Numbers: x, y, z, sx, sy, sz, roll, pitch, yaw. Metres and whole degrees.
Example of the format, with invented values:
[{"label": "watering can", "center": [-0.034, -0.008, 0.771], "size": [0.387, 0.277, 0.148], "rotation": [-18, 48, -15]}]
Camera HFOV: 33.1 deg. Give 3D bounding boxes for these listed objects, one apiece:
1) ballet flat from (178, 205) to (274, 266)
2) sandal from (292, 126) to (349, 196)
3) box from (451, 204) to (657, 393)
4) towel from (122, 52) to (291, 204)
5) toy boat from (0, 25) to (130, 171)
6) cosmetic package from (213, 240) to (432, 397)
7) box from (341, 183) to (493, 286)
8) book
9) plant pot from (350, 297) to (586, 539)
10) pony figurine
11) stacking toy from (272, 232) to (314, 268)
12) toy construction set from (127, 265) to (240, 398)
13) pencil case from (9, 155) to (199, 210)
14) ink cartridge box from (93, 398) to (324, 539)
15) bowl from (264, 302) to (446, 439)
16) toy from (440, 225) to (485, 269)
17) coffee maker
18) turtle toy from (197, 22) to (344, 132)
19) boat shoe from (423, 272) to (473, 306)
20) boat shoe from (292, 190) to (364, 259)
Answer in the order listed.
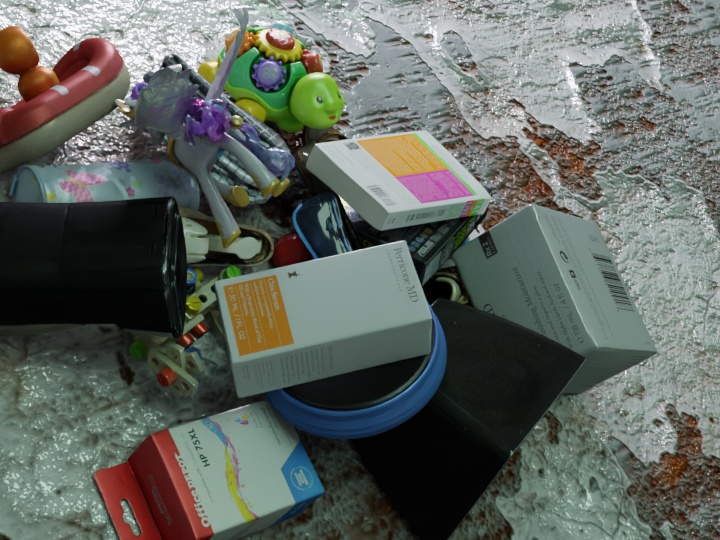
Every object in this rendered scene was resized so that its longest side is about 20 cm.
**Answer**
[{"label": "ballet flat", "center": [-0.173, -0.034, 1.322], "size": [0.200, 0.067, 0.068], "rotation": [-1, 104, -47]}, {"label": "sandal", "center": [-0.039, -0.146, 1.506], "size": [0.082, 0.055, 0.200], "rotation": [60, 14, -9]}, {"label": "box", "center": [0.246, 0.042, 1.524], "size": [0.200, 0.131, 0.199], "rotation": [8, 55, -55]}, {"label": "towel", "center": [-0.167, -0.165, 1.401], "size": [0.200, 0.086, 0.166], "rotation": [39, 6, -7]}, {"label": "toy boat", "center": [-0.348, -0.203, 1.304], "size": [0.200, 0.130, 0.131], "rotation": [-47, 115, -46]}, {"label": "cosmetic package", "center": [-0.038, 0.048, 1.207], "size": [0.200, 0.071, 0.102], "rotation": [-13, 56, -8]}, {"label": "box", "center": [0.053, -0.072, 1.504], "size": [0.160, 0.044, 0.200], "rotation": [25, 40, 17]}, {"label": "book", "center": [0.050, -0.107, 1.434], "size": [0.200, 0.048, 0.134], "rotation": [-10, 45, -48]}, {"label": "plant pot", "center": [0.099, 0.154, 1.349], "size": [0.177, 0.200, 0.200], "rotation": [37, 44, 11]}, {"label": "pony figurine", "center": [-0.159, -0.148, 1.242], "size": [0.200, 0.193, 0.167], "rotation": [47, 47, 2]}, {"label": "stacking toy", "center": [-0.054, 0.041, 1.393], "size": [0.085, 0.085, 0.200], "rotation": [6, 51, -32]}, {"label": "toy construction set", "center": [-0.172, 0.065, 1.287], "size": [0.131, 0.092, 0.200], "rotation": [48, 34, 3]}, {"label": "pencil case", "center": [-0.275, -0.081, 1.317], "size": [0.200, 0.083, 0.091], "rotation": [-10, 61, -39]}, {"label": "ink cartridge box", "center": [-0.149, 0.211, 1.206], "size": [0.200, 0.067, 0.116], "rotation": [-13, 68, -40]}, {"label": "bowl", "center": [-0.011, 0.080, 1.261], "size": [0.200, 0.039, 0.201], "rotation": [-4, 49, 4]}, {"label": "toy", "center": [0.092, -0.055, 1.567], "size": [0.200, 0.047, 0.115], "rotation": [-14, 53, -37]}, {"label": "coffee maker", "center": [-0.269, -0.004, 1.143], "size": [0.200, 0.192, 0.135], "rotation": [-3, 75, -1]}, {"label": "turtle toy", "center": [-0.100, -0.241, 1.521], "size": [0.146, 0.101, 0.200], "rotation": [-22, 59, -43]}, {"label": "boat shoe", "center": [0.101, 0.038, 1.508], "size": [0.200, 0.066, 0.074], "rotation": [-4, 62, -37]}, {"label": "boat shoe", "center": [0.000, 0.000, 1.389], "size": [0.200, 0.069, 0.084], "rotation": [54, 12, -12]}]
